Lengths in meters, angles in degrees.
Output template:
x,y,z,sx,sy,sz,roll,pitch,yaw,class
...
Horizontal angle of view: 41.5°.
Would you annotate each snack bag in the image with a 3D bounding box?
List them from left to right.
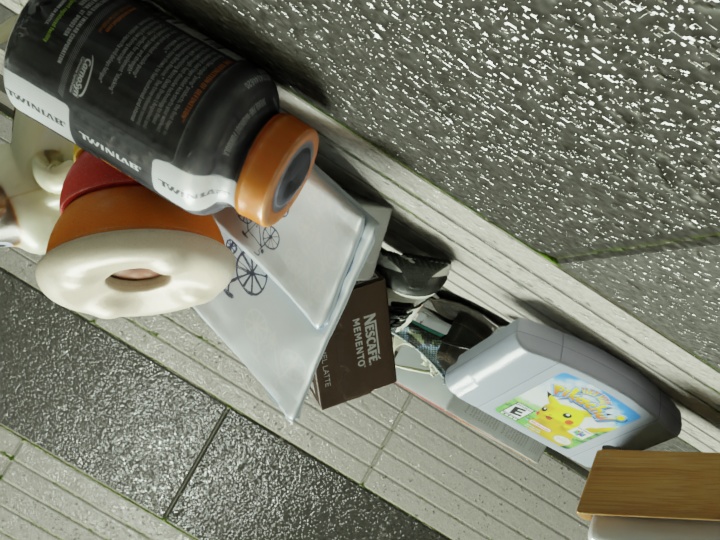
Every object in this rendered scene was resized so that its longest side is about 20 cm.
x,y,z,sx,sy,sz,roll,pitch,yaw,class
-0.083,-0.012,0.734,0.021,0.202,0.188,-17,-129,-45,snack bag

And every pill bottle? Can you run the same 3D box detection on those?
x,y,z,sx,sy,sz,roll,pitch,yaw,class
-0.126,-0.107,0.627,0.198,0.107,0.106,30,174,10,pill bottle

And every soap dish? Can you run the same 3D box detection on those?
x,y,z,sx,sy,sz,roll,pitch,yaw,class
0.292,0.201,0.829,0.196,0.083,0.157,-1,164,17,soap dish

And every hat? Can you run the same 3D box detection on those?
x,y,z,sx,sy,sz,roll,pitch,yaw,class
0.148,0.109,1.115,0.198,0.082,0.201,30,173,4,hat

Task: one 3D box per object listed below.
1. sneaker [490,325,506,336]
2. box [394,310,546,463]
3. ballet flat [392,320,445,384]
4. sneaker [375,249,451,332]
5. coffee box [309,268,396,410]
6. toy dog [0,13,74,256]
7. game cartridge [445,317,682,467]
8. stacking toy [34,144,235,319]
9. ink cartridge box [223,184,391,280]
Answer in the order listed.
x,y,z,sx,sy,sz,roll,pitch,yaw,class
0.218,0.124,0.994,0.199,0.077,0.080,41,179,-22,sneaker
0.163,0.162,1.322,0.199,0.108,0.152,33,174,-32,box
0.042,0.082,1.206,0.198,0.075,0.074,28,174,8,ballet flat
0.039,0.023,0.915,0.072,0.082,0.200,11,177,-5,sneaker
-0.042,0.024,0.918,0.200,0.078,0.116,-129,27,-55,coffee box
-0.274,-0.107,0.845,0.193,0.201,0.139,37,-179,-20,toy dog
0.193,0.118,0.883,0.198,0.041,0.133,29,139,-17,game cartridge
-0.173,-0.076,0.725,0.143,0.204,0.147,-7,160,-3,stacking toy
-0.086,-0.058,0.826,0.198,0.068,0.115,27,-163,35,ink cartridge box
